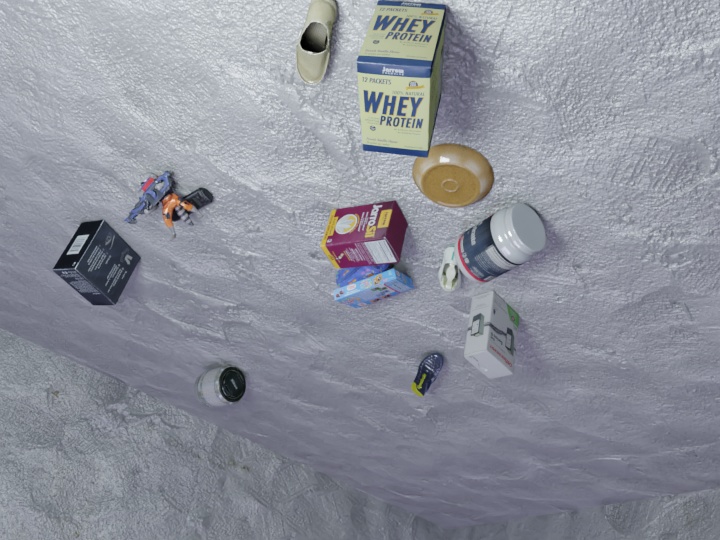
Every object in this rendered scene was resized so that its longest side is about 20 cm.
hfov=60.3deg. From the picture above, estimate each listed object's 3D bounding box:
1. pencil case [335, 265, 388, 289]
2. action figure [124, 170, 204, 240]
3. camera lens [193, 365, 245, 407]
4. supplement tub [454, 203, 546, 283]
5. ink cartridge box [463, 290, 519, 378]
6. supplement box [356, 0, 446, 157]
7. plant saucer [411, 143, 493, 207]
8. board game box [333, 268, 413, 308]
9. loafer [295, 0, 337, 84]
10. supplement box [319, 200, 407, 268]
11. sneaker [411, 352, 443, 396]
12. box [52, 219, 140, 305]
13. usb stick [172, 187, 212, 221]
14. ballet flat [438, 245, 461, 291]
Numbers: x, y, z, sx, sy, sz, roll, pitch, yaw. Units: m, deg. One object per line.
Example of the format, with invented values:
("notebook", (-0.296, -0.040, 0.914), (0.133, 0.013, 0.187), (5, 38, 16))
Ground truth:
("pencil case", (0.000, 0.000, 1.803), (0.086, 0.080, 0.199), (-4, 160, -37))
("action figure", (-0.563, -0.184, 1.748), (0.198, 0.105, 0.195), (-34, 99, 17))
("camera lens", (-0.602, 0.500, 2.664), (0.198, 0.162, 0.160), (-17, 133, 39))
("supplement tub", (0.340, -0.065, 1.524), (0.139, 0.142, 0.199), (32, 142, -21))
("ink cartridge box", (0.382, 0.188, 1.798), (0.083, 0.203, 0.145), (-21, 132, 41))
("supplement box", (0.081, -0.363, 1.174), (0.131, 0.203, 0.202), (7, 143, 10))
("plant saucer", (0.216, -0.212, 1.469), (0.196, 0.036, 0.202), (11, 144, 8))
("board game box", (0.040, 0.056, 1.809), (0.197, 0.037, 0.151), (-21, 160, 19))
("loafer", (-0.096, -0.450, 1.244), (0.074, 0.069, 0.201), (17, 145, -1))
("supplement box", (0.010, -0.092, 1.633), (0.196, 0.133, 0.104), (-6, 140, 28))
("sneaker", (0.244, 0.358, 2.208), (0.074, 0.082, 0.202), (38, 129, 16))
("box", (-0.858, -0.022, 2.028), (0.115, 0.199, 0.201), (-3, 141, 26))
("usb stick", (-0.502, -0.190, 1.798), (0.198, 0.033, 0.056), (-18, 124, 39))
("ballet flat", (0.250, 0.015, 1.736), (0.068, 0.070, 0.202), (9, 145, 10))
